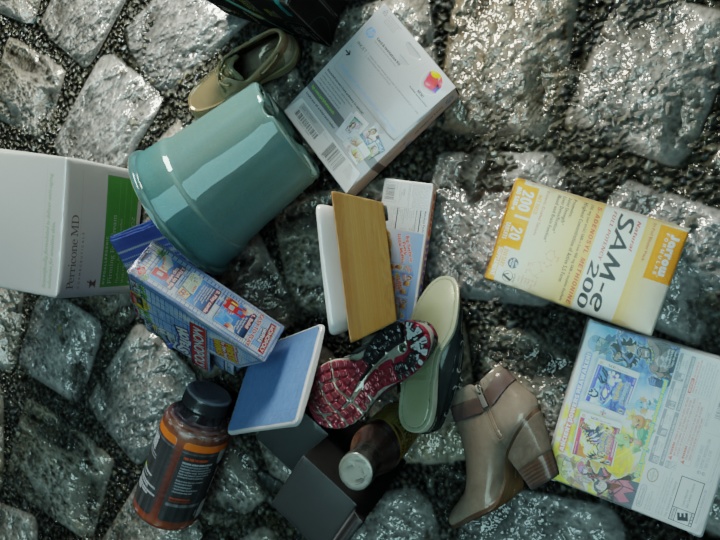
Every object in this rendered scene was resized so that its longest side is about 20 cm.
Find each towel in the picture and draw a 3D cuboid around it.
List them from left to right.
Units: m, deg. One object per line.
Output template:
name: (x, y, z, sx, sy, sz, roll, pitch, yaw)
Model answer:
towel: (-0.281, 0.020, 0.859, 0.142, 0.024, 0.204, -14, 110, 22)

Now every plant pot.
plant pot: (-0.172, -0.135, 0.782, 0.194, 0.200, 0.202, -35, 80, 8)

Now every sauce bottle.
sauce bottle: (0.025, 0.215, 0.705, 0.064, 0.200, 0.068, 1, 93, 17)

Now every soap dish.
soap dish: (0.000, 0.000, 0.694, 0.079, 0.200, 0.162, -7, 86, 1)

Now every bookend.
bookend: (-0.063, 0.247, 0.737, 0.197, 0.199, 0.093, 38, 102, 14)

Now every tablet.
tablet: (-0.116, 0.151, 0.770, 0.198, 0.014, 0.133, -24, 45, 49)

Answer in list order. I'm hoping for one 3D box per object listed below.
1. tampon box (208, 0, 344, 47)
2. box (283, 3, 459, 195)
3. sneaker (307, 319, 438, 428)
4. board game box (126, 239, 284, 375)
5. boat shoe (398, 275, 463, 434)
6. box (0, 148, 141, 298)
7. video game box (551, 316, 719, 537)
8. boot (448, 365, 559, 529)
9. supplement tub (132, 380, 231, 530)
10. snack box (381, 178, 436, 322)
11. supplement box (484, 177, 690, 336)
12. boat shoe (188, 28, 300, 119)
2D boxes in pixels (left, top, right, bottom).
tampon box: (-0.129, -0.415, 0.772, 0.197, 0.149, 0.129, 23, 99, 17)
box: (0.012, -0.230, 0.785, 0.200, 0.041, 0.157, -42, 78, 16)
sneaker: (0.014, 0.131, 0.713, 0.198, 0.074, 0.082, -33, 77, 21)
board game box: (-0.208, 0.080, 0.785, 0.197, 0.062, 0.201, 26, 143, 4)
boat shoe: (0.103, 0.112, 0.744, 0.073, 0.066, 0.204, -6, 66, 40)
box: (-0.471, -0.073, 0.887, 0.195, 0.171, 0.204, 8, 94, 19)
video game box: (0.333, 0.179, 0.678, 0.178, 0.047, 0.205, 16, 96, 16)
boot: (0.155, 0.223, 0.734, 0.200, 0.070, 0.148, -43, 65, 29)
supplement tub: (-0.259, 0.271, 0.855, 0.105, 0.107, 0.204, 26, 99, 17)
snack box: (0.054, -0.019, 0.782, 0.070, 0.024, 0.205, 9, 94, 20)
supplement box: (0.263, -0.019, 0.684, 0.196, 0.073, 0.129, 19, 98, 17)
boat shoe: (-0.182, -0.289, 0.838, 0.197, 0.065, 0.074, -24, 83, 18)
